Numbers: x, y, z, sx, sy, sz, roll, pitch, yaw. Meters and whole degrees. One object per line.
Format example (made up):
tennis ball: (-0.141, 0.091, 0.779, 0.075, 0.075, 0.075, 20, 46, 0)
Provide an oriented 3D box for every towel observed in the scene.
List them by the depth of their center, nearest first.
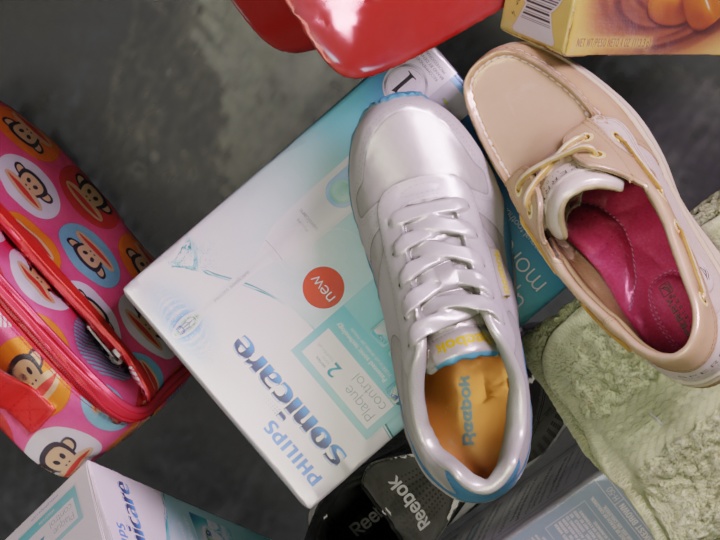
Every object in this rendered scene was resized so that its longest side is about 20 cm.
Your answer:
towel: (0.190, 0.037, 1.274, 0.200, 0.036, 0.149, -38, 93, 16)

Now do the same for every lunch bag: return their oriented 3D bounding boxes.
lunch bag: (-0.184, 0.010, 1.387, 0.082, 0.176, 0.200, -41, 92, 23)

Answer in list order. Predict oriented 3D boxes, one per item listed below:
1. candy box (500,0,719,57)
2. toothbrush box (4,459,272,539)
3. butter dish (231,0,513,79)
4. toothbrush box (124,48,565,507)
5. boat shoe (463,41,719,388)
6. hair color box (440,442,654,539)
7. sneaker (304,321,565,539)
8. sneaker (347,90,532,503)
candy box: (0.143, -0.206, 1.275, 0.056, 0.116, 0.201, 27, 114, 47)
toothbrush box: (-0.113, 0.205, 1.408, 0.146, 0.085, 0.200, -44, 135, 21)
butter dish: (-0.021, -0.192, 1.311, 0.148, 0.200, 0.200, -28, 93, 51)
toothbrush box: (0.000, 0.000, 1.343, 0.200, 0.085, 0.147, -40, 92, -1)
boat shoe: (0.111, -0.033, 1.238, 0.074, 0.069, 0.200, -43, 69, 15)
hair color box: (0.086, 0.158, 1.394, 0.200, 0.099, 0.061, -37, 95, 20)
sneaker: (0.042, 0.106, 1.397, 0.200, 0.091, 0.067, -41, 92, 20)
sneaker: (0.044, 0.011, 1.255, 0.076, 0.081, 0.201, -14, 91, -2)
